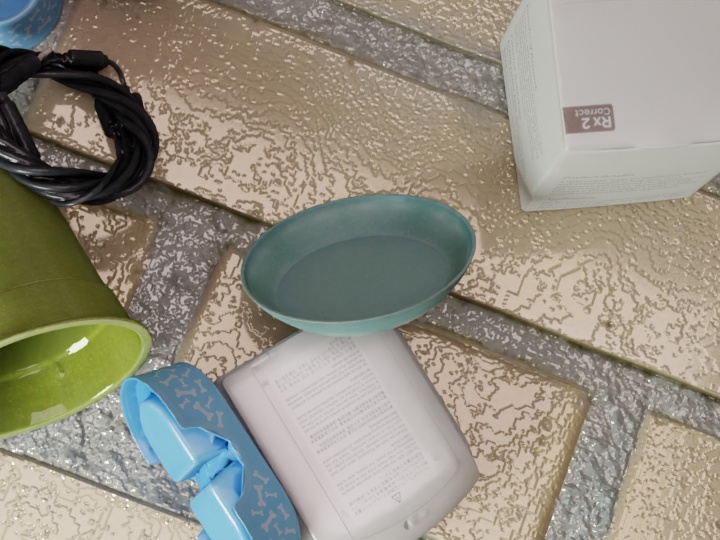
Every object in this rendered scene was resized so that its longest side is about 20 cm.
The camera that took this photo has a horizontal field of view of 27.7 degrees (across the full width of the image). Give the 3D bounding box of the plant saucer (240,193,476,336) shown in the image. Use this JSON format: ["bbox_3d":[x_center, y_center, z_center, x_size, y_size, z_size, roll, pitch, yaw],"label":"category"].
[{"bbox_3d":[0.000,0.000,1.223,0.199,0.200,0.036,-14,122,-7],"label":"plant saucer"}]

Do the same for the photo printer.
[{"bbox_3d":[-0.007,0.140,1.227,0.166,0.069,0.200,-31,83,-12],"label":"photo printer"}]

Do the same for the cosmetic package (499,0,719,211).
[{"bbox_3d":[0.222,-0.157,1.241,0.164,0.200,0.166,-5,79,-6],"label":"cosmetic package"}]

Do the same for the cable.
[{"bbox_3d":[-0.250,-0.127,1.210,0.163,0.051,0.201,14,38,-28],"label":"cable"}]

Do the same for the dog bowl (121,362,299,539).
[{"bbox_3d":[-0.120,0.163,1.189,0.049,0.111,0.200,-31,82,-30],"label":"dog bowl"}]

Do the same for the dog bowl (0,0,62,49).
[{"bbox_3d":[-0.350,-0.284,1.294,0.111,0.050,0.200,-38,83,-11],"label":"dog bowl"}]

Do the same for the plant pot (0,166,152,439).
[{"bbox_3d":[-0.294,0.010,1.184,0.199,0.200,0.191,-21,69,-9],"label":"plant pot"}]
